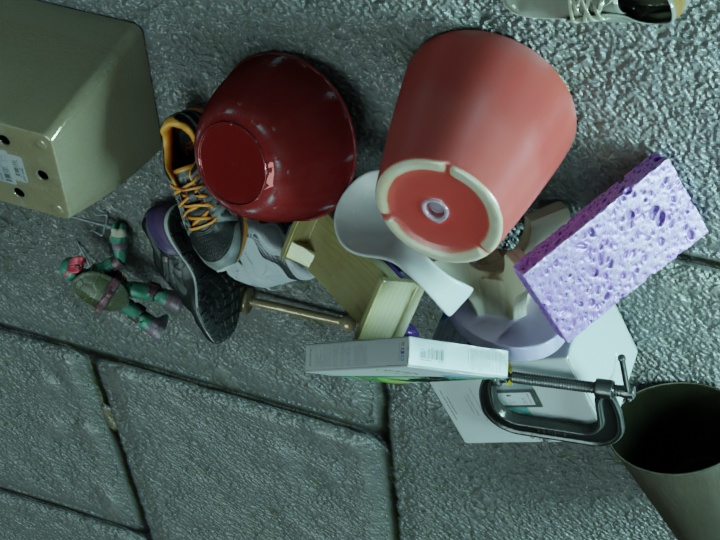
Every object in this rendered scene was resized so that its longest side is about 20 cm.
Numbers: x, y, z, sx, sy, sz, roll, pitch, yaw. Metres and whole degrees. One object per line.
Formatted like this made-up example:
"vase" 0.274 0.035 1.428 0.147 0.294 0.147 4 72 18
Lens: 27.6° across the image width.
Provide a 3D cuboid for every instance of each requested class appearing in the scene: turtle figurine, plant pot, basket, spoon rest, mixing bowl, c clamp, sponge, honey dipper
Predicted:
"turtle figurine" -0.344 0.014 2.030 0.199 0.102 0.150 31 142 -15
"plant pot" 0.109 -0.119 1.536 0.198 0.178 0.202 17 141 14
"plant pot" -0.373 -0.181 1.754 0.197 0.178 0.201 14 141 14
"basket" 0.419 0.254 1.821 0.178 0.137 0.201 1 139 35
"spoon rest" 0.041 -0.034 1.597 0.200 0.100 0.060 46 -171 34
"mixing bowl" -0.114 -0.134 1.650 0.198 0.108 0.203 15 119 29
"c clamp" 0.221 0.139 1.656 0.197 0.027 0.172 2 139 27
"sponge" 0.267 -0.023 1.562 0.112 0.199 0.030 53 177 -32
"honey dipper" -0.099 0.051 1.976 0.197 0.038 0.038 11 140 14

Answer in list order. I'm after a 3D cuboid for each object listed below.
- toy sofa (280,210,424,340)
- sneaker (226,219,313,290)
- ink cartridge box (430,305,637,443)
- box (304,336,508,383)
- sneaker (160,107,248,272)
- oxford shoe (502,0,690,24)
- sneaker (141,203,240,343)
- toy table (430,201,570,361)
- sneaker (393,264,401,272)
"toy sofa" 0.000 0.000 1.710 0.097 0.200 0.084 7 117 -38
"sneaker" -0.146 -0.049 1.851 0.200 0.076 0.114 43 141 -16
"ink cartridge box" 0.206 0.105 1.761 0.198 0.148 0.147 -6 131 34
"box" 0.049 0.102 1.643 0.143 0.037 0.199 10 171 -34
"sneaker" -0.195 -0.095 1.743 0.077 0.077 0.203 -20 84 20
"oxford shoe" 0.223 -0.265 1.403 0.198 0.058 0.076 4 139 29
"sneaker" -0.227 0.001 1.954 0.087 0.075 0.202 1 117 45
"toy table" 0.157 0.003 1.665 0.200 0.182 0.118 36 147 48
"sneaker" 0.048 -0.030 1.760 0.200 0.078 0.076 -32 76 65
